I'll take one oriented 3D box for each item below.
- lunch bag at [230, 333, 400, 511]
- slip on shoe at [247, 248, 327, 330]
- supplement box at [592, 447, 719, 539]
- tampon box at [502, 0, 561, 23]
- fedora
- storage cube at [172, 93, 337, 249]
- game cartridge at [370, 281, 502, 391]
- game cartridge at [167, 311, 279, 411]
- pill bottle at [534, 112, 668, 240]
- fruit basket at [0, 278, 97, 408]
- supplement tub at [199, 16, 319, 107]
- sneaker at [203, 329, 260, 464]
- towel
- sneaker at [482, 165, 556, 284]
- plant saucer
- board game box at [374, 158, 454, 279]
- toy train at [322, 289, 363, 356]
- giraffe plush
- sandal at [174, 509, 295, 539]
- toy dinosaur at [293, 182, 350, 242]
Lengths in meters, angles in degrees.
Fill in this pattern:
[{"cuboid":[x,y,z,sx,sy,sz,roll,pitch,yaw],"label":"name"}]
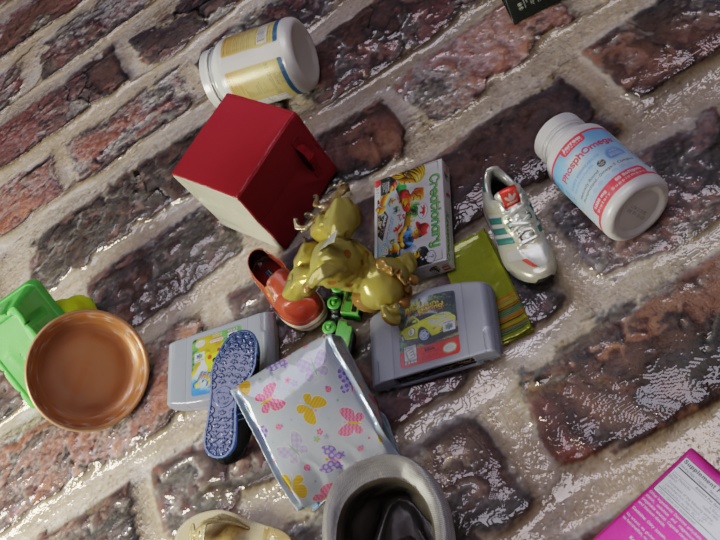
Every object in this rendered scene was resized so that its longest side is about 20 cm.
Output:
[{"cuboid":[-0.058,0.215,1.234,0.169,0.127,0.200,-31,78,4],"label":"lunch bag"},{"cuboid":[-0.125,0.030,1.436,0.074,0.061,0.200,-42,51,-5],"label":"slip on shoe"},{"cuboid":[0.340,0.313,0.976,0.200,0.101,0.103,-41,49,-3],"label":"supplement box"},{"cuboid":[0.324,-0.567,1.548,0.199,0.126,0.150,-24,52,12],"label":"tampon box"},{"cuboid":[0.046,0.344,1.118,0.176,0.090,0.201,-26,57,12],"label":"fedora"},{"cuboid":[-0.182,-0.172,1.528,0.199,0.171,0.180,21,72,35],"label":"storage cube"},{"cuboid":[0.105,0.091,1.281,0.199,0.041,0.134,-19,48,22],"label":"game cartridge"},{"cuboid":[-0.225,0.153,1.424,0.199,0.040,0.134,-19,56,16],"label":"game cartridge"},{"cuboid":[0.341,-0.142,1.271,0.109,0.109,0.200,-37,50,2],"label":"pill bottle"},{"cuboid":[-0.549,0.117,1.545,0.155,0.216,0.216,-33,50,8],"label":"fruit basket"},{"cuboid":[-0.194,-0.393,1.696,0.199,0.145,0.145,-12,55,21],"label":"supplement tub"},{"cuboid":[-0.191,0.194,1.336,0.070,0.078,0.201,8,69,11],"label":"sneaker"},{"cuboid":[0.182,0.028,1.303,0.086,0.018,0.201,-26,51,10],"label":"towel"},{"cuboid":[0.225,-0.071,1.290,0.070,0.094,0.200,-21,50,2],"label":"sneaker"},{"cuboid":[-0.452,0.165,1.454,0.201,0.200,0.037,-61,21,-18],"label":"plant saucer"},{"cuboid":[0.084,-0.075,1.404,0.126,0.035,0.201,-17,53,25],"label":"board game box"},{"cuboid":[-0.021,0.049,1.374,0.056,0.042,0.201,6,66,15],"label":"toy train"},{"cuboid":[0.000,0.000,1.299,0.173,0.162,0.200,-63,15,-6],"label":"giraffe plush"},{"cuboid":[-0.192,0.372,1.238,0.211,0.070,0.078,1,60,28],"label":"sandal"},{"cuboid":[-0.056,-0.075,1.470,0.101,0.058,0.201,-13,54,18],"label":"toy dinosaur"}]
